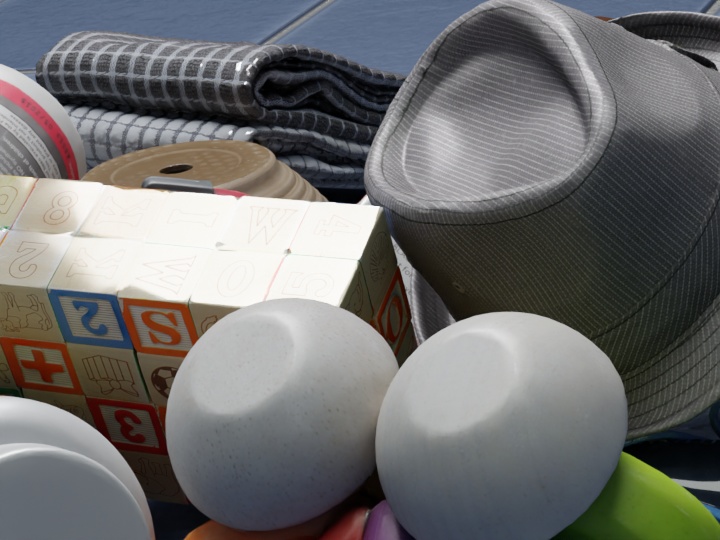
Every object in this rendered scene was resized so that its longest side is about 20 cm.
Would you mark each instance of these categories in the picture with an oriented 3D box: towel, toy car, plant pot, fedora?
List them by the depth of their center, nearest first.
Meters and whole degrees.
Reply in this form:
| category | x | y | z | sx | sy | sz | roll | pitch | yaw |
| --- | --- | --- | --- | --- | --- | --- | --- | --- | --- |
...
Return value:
| category | x | y | z | sx | sy | sz | roll | pitch | yaw |
| --- | --- | --- | --- | --- | --- | --- | --- | --- | --- |
| toy car | 0.021 | 0.109 | 0.864 | 0.199 | 0.175 | 0.151 | 3 | 56 | 33 |
| fedora | 0.072 | -0.036 | 0.961 | 0.177 | 0.090 | 0.200 | -54 | 34 | 1 |
| plant pot | -0.087 | -0.008 | 1.329 | 0.199 | 0.093 | 0.201 | -7 | 19 | 3 |
| towel | -0.065 | -0.092 | 1.503 | 0.165 | 0.086 | 0.200 | 6 | 3 | 35 |

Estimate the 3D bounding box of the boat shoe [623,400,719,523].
| category | x | y | z | sx | sy | sz | roll | pitch | yaw |
| --- | --- | --- | --- | --- | --- | --- | --- | --- | --- |
| boat shoe | 0.160 | 0.092 | 0.947 | 0.199 | 0.084 | 0.069 | 12 | 48 | 17 |

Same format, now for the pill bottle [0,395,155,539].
| category | x | y | z | sx | sy | sz | roll | pitch | yaw |
| --- | --- | --- | --- | --- | --- | --- | --- | --- | --- |
| pill bottle | -0.139 | 0.099 | 0.921 | 0.109 | 0.110 | 0.200 | -15 | 3 | -22 |

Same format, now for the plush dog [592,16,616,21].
| category | x | y | z | sx | sy | sz | roll | pitch | yaw |
| --- | --- | --- | --- | --- | --- | --- | --- | --- | --- |
| plush dog | 0.124 | -0.022 | 1.266 | 0.199 | 0.162 | 0.171 | 15 | -11 | -30 |

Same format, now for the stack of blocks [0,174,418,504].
| category | x | y | z | sx | sy | sz | roll | pitch | yaw |
| --- | --- | --- | --- | --- | --- | --- | --- | --- | --- |
| stack of blocks | -0.081 | 0.029 | 1.001 | 0.199 | 0.116 | 0.059 | 5 | 46 | 21 |

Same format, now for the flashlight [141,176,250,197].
| category | x | y | z | sx | sy | sz | roll | pitch | yaw |
| --- | --- | --- | --- | --- | --- | --- | --- | --- | --- |
| flashlight | 0.000 | 0.000 | 1.148 | 0.199 | 0.068 | 0.068 | 5 | -25 | -9 |

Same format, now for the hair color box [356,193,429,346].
| category | x | y | z | sx | sy | sz | roll | pitch | yaw |
| --- | --- | --- | --- | --- | --- | --- | --- | --- | --- |
| hair color box | 0.052 | -0.003 | 1.097 | 0.200 | 0.111 | 0.064 | -48 | -3 | -27 |

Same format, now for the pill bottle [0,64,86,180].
| category | x | y | z | sx | sy | sz | roll | pitch | yaw |
| --- | --- | --- | --- | --- | --- | --- | --- | --- | --- |
| pill bottle | -0.227 | -0.012 | 1.333 | 0.110 | 0.111 | 0.200 | 1 | 36 | 24 |
